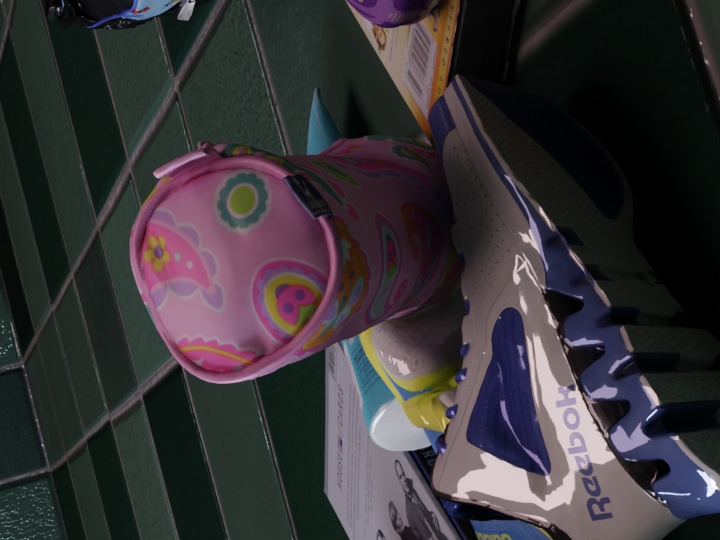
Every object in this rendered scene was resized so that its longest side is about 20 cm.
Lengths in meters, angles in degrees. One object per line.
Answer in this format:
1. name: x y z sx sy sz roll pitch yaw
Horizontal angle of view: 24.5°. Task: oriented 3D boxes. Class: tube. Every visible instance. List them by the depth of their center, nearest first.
1. tube: 0.000 0.000 0.878 0.078 0.050 0.201 104 152 -47

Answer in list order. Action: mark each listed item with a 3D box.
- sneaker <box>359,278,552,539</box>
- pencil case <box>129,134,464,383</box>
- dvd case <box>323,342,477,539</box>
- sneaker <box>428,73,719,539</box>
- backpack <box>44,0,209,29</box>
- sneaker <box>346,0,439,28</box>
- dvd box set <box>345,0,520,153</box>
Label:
1. sneaker: 0.054 0.078 0.744 0.200 0.075 0.106 -127 29 -49
2. pencil case: -0.016 -0.013 0.649 0.200 0.086 0.089 -14 -89 -70
3. dvd case: 0.026 0.144 0.952 0.201 0.024 0.152 -121 25 -44
4. sneaker: 0.061 0.030 0.616 0.115 0.080 0.201 -48 52 31
5. backpack: -0.118 -0.234 0.938 0.200 0.133 0.185 -167 65 -70
6. sneaker: -0.050 -0.167 0.677 0.200 0.084 0.081 43 151 -4
7. dvd box set: 0.017 -0.173 0.746 0.147 0.029 0.201 97 154 -45
